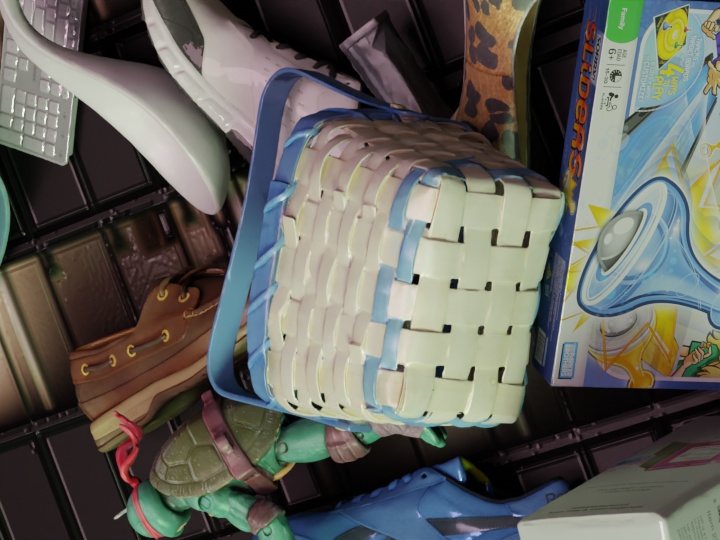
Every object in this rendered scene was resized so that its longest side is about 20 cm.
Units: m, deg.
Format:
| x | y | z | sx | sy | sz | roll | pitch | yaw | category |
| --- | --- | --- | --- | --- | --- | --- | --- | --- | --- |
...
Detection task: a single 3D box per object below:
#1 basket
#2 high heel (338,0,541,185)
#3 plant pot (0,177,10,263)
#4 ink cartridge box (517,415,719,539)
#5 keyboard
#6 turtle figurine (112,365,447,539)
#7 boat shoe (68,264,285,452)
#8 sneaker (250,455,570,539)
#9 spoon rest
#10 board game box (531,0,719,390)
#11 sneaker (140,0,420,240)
| x | y | z | sx | sy | sz | roll | pitch | yaw | category |
| --- | --- | --- | --- | --- | --- | --- | --- | --- | --- |
| 0.000 | 0.000 | 1.485 | 0.200 | 0.139 | 0.177 | 20 | 102 | 45 | basket |
| 0.101 | -0.109 | 1.513 | 0.200 | 0.071 | 0.143 | -33 | 94 | 31 | high heel |
| -0.330 | -0.035 | 1.711 | 0.161 | 0.200 | 0.201 | 42 | 120 | 29 | plant pot |
| 0.172 | 0.162 | 1.454 | 0.085 | 0.200 | 0.145 | -7 | 98 | 35 | ink cartridge box |
| -0.180 | -0.162 | 1.690 | 0.056 | 0.011 | 0.200 | 17 | 110 | 26 | keyboard |
| -0.054 | 0.107 | 1.594 | 0.200 | 0.101 | 0.150 | -32 | 50 | 11 | turtle figurine |
| -0.094 | 0.031 | 1.652 | 0.200 | 0.072 | 0.068 | -35 | 83 | 36 | boat shoe |
| 0.030 | 0.138 | 1.615 | 0.200 | 0.066 | 0.079 | 1 | 92 | 30 | sneaker |
| -0.140 | -0.110 | 1.636 | 0.061 | 0.099 | 0.200 | -35 | 83 | -11 | spoon rest |
| 0.165 | -0.039 | 1.455 | 0.135 | 0.034 | 0.200 | 1 | 109 | -16 | board game box |
| -0.039 | -0.096 | 1.599 | 0.080 | 0.074 | 0.200 | -42 | 84 | 17 | sneaker |
